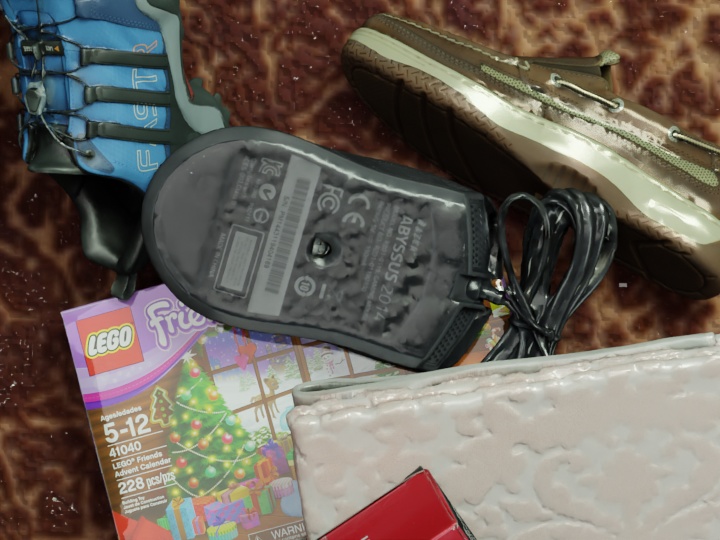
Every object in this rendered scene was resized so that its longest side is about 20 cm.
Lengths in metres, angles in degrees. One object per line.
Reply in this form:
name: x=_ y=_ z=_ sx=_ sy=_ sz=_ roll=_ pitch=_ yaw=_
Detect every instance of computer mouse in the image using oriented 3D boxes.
computer mouse: x=0.000 y=0.000 z=1.241 sx=0.199 sy=0.053 sz=0.139 roll=21 pitch=96 yaw=-3

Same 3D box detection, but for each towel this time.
towel: x=0.077 y=0.117 z=1.227 sx=0.199 sy=0.032 sz=0.192 roll=-8 pitch=124 yaw=4

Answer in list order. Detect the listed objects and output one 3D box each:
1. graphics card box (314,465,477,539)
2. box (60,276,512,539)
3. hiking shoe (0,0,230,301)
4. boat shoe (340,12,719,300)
graphics card box: x=0.030 y=0.195 z=1.214 sx=0.125 sy=0.051 sz=0.200 roll=-34 pitch=121 yaw=0
box: x=-0.023 y=0.059 z=1.282 sx=0.199 sy=0.039 sz=0.137 roll=-16 pitch=85 yaw=3
hiking shoe: x=-0.117 y=-0.083 z=1.219 sx=0.074 sy=0.200 sz=0.087 roll=3 pitch=48 yaw=36
boat shoe: x=0.090 y=-0.066 z=1.274 sx=0.202 sy=0.075 sz=0.075 roll=32 pitch=70 yaw=4
